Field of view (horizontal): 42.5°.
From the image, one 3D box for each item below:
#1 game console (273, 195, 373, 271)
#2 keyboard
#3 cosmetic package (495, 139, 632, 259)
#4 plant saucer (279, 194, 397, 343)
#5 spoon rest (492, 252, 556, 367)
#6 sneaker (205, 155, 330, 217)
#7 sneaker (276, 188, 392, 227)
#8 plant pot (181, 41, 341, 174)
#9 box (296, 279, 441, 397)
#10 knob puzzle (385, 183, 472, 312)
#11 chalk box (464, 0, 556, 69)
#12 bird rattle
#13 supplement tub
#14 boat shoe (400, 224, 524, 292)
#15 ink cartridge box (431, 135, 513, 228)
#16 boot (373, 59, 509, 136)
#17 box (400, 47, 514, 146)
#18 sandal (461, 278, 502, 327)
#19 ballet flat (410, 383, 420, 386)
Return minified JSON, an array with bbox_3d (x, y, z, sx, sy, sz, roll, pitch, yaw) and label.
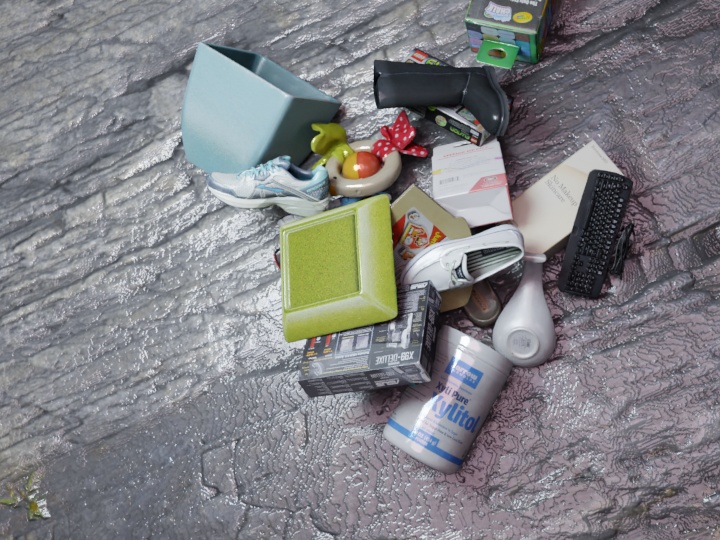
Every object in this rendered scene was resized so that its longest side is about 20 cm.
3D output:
[{"bbox_3d":[-0.020,-0.003,1.535,0.200,0.031,0.177,-31,91,5],"label":"game console"},{"bbox_3d":[0.379,-0.051,1.428,0.104,0.040,0.200,9,107,-12],"label":"keyboard"},{"bbox_3d":[0.323,-0.103,1.483,0.200,0.073,0.104,-39,74,4],"label":"cosmetic package"},{"bbox_3d":[-0.048,-0.009,1.392,0.200,0.048,0.200,-15,66,28],"label":"plant saucer"},{"bbox_3d":[0.262,0.061,1.444,0.099,0.061,0.200,9,114,13],"label":"spoon rest"},{"bbox_3d":[-0.144,-0.147,1.470,0.200,0.078,0.086,6,124,-7],"label":"sneaker"},{"bbox_3d":[-0.034,-0.081,1.571,0.200,0.075,0.087,-20,95,8],"label":"sneaker"},{"bbox_3d":[-0.189,-0.246,1.573,0.196,0.196,0.200,33,107,17],"label":"plant pot"},{"bbox_3d":[0.015,0.102,1.380,0.200,0.050,0.158,-12,44,23],"label":"box"},{"bbox_3d":[0.093,-0.014,1.444,0.219,0.030,0.220,0,114,0],"label":"knob puzzle"},{"bbox_3d":[0.251,-0.427,1.543,0.125,0.124,0.200,17,83,15],"label":"chalk box"},{"bbox_3d":[0.013,-0.178,1.544,0.200,0.113,0.163,2,48,6],"label":"bird rattle"},{"bbox_3d":[0.135,0.200,1.431,0.132,0.132,0.200,28,86,17],"label":"supplement tub"},{"bbox_3d":[0.151,-0.012,1.392,0.200,0.067,0.074,-27,111,11],"label":"boat shoe"},{"bbox_3d":[0.178,-0.145,1.495,0.116,0.200,0.068,-11,121,10],"label":"ink cartridge box"},{"bbox_3d":[0.123,-0.274,1.472,0.200,0.066,0.165,2,40,-11],"label":"boot"},{"bbox_3d":[0.145,-0.294,1.558,0.200,0.035,0.110,32,57,17],"label":"box"},{"bbox_3d":[0.157,0.006,1.506,0.082,0.055,0.200,-34,73,4],"label":"sandal"},{"bbox_3d":[0.057,0.124,1.447,0.070,0.200,0.067,-46,110,-10],"label":"ballet flat"}]
